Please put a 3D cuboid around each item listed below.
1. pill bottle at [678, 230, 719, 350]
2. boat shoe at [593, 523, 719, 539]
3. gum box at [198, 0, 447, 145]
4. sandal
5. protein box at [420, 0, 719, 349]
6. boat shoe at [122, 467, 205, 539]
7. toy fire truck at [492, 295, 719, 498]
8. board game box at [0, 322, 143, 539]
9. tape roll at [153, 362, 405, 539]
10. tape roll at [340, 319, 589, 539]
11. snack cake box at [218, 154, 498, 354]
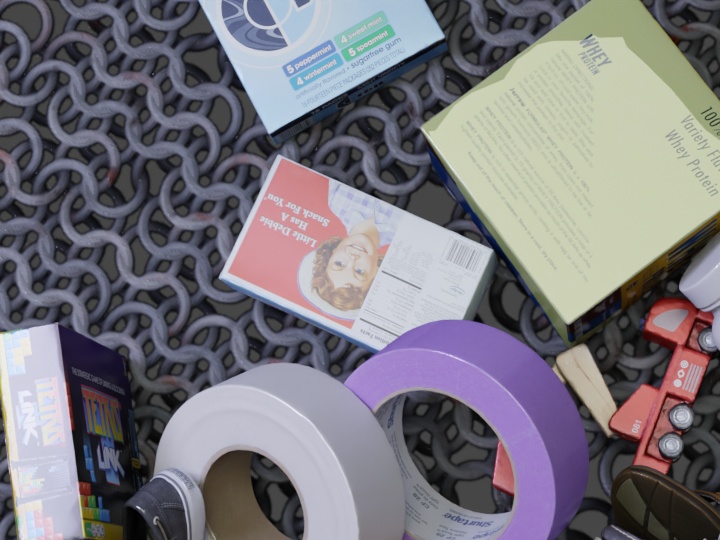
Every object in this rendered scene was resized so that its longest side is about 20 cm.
[{"bbox_3d":[0.347,0.050,1.607,0.200,0.112,0.112,42,86,-6],"label":"pill bottle"},{"bbox_3d":[0.277,0.232,1.595,0.199,0.073,0.063,24,89,5],"label":"boat shoe"},{"bbox_3d":[-0.046,-0.236,1.760,0.169,0.045,0.201,-29,79,1],"label":"gum box"},{"bbox_3d":[0.287,0.207,1.633,0.199,0.082,0.055,24,42,-2],"label":"sandal"},{"bbox_3d":[0.188,-0.081,1.661,0.200,0.135,0.199,-36,78,-1],"label":"protein box"},{"bbox_3d":[-0.160,0.251,1.624,0.070,0.066,0.201,28,127,33],"label":"boat shoe"},{"bbox_3d":[0.199,0.104,1.670,0.140,0.049,0.201,21,82,10],"label":"toy fire truck"},{"bbox_3d":[-0.223,0.139,1.633,0.056,0.200,0.167,-9,80,7],"label":"board game box"},{"bbox_3d":[-0.066,0.177,1.623,0.201,0.071,0.204,11,109,32],"label":"tape roll"},{"bbox_3d":[0.075,0.142,1.612,0.199,0.066,0.201,13,117,27],"label":"tape roll"},{"bbox_3d":[0.000,0.000,1.701,0.199,0.067,0.116,25,85,10],"label":"snack cake box"}]
